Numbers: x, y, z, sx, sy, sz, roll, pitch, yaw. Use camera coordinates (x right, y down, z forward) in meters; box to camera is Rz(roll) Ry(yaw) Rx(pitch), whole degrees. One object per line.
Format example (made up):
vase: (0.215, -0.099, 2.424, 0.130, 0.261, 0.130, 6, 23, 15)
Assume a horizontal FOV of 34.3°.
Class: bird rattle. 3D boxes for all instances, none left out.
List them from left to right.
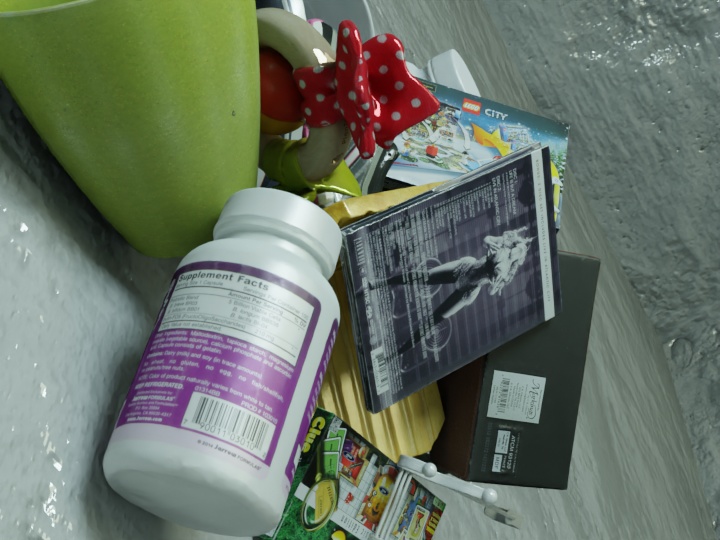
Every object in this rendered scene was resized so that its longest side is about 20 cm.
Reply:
bird rattle: (-0.048, -0.114, 0.838, 0.113, 0.200, 0.163, -36, 74, -30)

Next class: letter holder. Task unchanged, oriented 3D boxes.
letter holder: (0.119, 0.077, 1.034, 0.142, 0.100, 0.201, -172, -89, -67)

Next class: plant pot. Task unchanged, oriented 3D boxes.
plant pot: (-0.141, -0.117, 0.784, 0.187, 0.186, 0.201, -84, 161, -57)

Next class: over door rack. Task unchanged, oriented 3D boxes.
over door rack: (0.071, 0.246, 0.953, 0.200, 0.066, 0.148, 37, 73, -51)

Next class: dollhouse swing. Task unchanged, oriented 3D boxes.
dollhouse swing: (0.019, 0.053, 0.908, 0.199, 0.182, 0.177, -12, 74, -38)

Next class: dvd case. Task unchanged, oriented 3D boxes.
dvd case: (0.074, 0.003, 0.887, 0.016, 0.199, 0.149, 25, -48, 50)

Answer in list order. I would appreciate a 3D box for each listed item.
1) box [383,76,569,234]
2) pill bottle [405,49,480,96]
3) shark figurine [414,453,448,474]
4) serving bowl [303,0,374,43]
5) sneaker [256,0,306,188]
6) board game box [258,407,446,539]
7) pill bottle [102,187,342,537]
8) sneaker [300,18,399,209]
box: (0.092, -0.106, 1.087, 0.038, 0.199, 0.137, 112, -6, -51)
pill bottle: (0.024, -0.147, 1.205, 0.111, 0.199, 0.111, 55, 19, -31)
shark figurine: (0.063, 0.131, 1.169, 0.129, 0.089, 0.214, 64, 16, -2)
serving bowl: (-0.084, -0.187, 1.031, 0.066, 0.200, 0.200, 33, -12, 47)
sneaker: (-0.090, -0.137, 0.954, 0.078, 0.079, 0.201, -146, -124, -62)
board game box: (-0.001, 0.195, 0.917, 0.200, 0.023, 0.105, 45, 68, -48)
pill bottle: (-0.076, 0.053, 0.728, 0.112, 0.112, 0.201, 48, 48, -43)
sneaker: (-0.013, -0.113, 0.989, 0.074, 0.087, 0.201, 158, -74, -66)
